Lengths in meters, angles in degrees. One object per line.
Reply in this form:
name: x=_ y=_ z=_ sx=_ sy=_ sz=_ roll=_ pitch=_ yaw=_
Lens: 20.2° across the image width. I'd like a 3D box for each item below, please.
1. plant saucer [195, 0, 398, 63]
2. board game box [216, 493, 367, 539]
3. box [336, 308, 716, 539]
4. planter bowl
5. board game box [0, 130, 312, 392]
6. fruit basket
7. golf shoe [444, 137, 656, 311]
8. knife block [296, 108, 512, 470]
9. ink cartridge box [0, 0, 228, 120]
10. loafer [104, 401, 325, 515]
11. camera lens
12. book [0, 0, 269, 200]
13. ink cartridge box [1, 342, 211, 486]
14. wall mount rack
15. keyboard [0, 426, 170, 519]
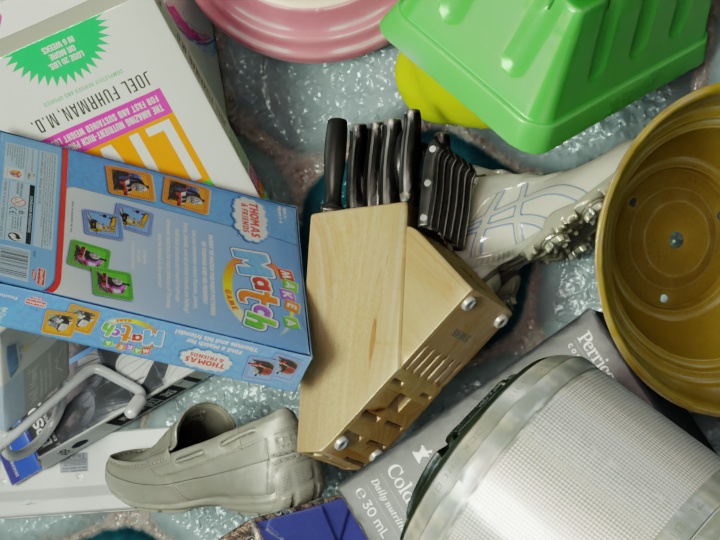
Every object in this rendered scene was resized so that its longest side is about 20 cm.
plant saucer: x=-0.031 y=-0.241 z=1.350 sx=0.200 sy=0.051 sz=0.201 roll=-1 pitch=81 yaw=6
board game box: x=-0.065 y=0.257 z=1.274 sx=0.200 sy=0.097 sz=0.160 roll=-35 pitch=73 yaw=38
box: x=0.128 y=0.162 z=1.240 sx=0.197 sy=0.124 sz=0.200 roll=-36 pitch=74 yaw=11
planter bowl: x=0.211 y=-0.016 z=1.226 sx=0.200 sy=0.083 sz=0.201 roll=-2 pitch=96 yaw=-23
board game box: x=-0.132 y=-0.007 z=1.231 sx=0.200 sy=0.151 sz=0.037 roll=13 pitch=126 yaw=-16
fruit basket: x=0.105 y=-0.141 z=1.263 sx=0.155 sy=0.216 sz=0.216 roll=42 pitch=99 yaw=19
golf shoe: x=0.101 y=-0.041 z=1.296 sx=0.200 sy=0.078 sz=0.097 roll=-34 pitch=68 yaw=12
knife block: x=0.000 y=0.000 z=1.270 sx=0.200 sy=0.064 sz=0.176 roll=-48 pitch=58 yaw=8
ink cartridge box: x=-0.179 y=-0.146 z=1.400 sx=0.144 sy=0.085 sz=0.200 roll=-13 pitch=81 yaw=17
loafer: x=-0.099 y=0.119 z=1.313 sx=0.200 sy=0.070 sz=0.070 roll=-7 pitch=97 yaw=46
camera lens: x=0.133 y=0.155 z=1.088 sx=0.200 sy=0.160 sz=0.160 roll=37 pitch=97 yaw=18
book: x=-0.150 y=-0.078 z=1.302 sx=0.133 sy=0.048 sz=0.200 roll=-23 pitch=121 yaw=10
ink cartridge box: x=-0.187 y=0.062 z=1.402 sx=0.200 sy=0.039 sz=0.100 roll=-31 pitch=75 yaw=13
wall mount rack: x=-0.205 y=0.082 z=1.277 sx=0.075 sy=0.200 sz=0.174 roll=29 pitch=50 yaw=20
keyboard: x=-0.200 y=0.143 z=1.419 sx=0.200 sy=0.011 sz=0.056 roll=-6 pitch=77 yaw=19
